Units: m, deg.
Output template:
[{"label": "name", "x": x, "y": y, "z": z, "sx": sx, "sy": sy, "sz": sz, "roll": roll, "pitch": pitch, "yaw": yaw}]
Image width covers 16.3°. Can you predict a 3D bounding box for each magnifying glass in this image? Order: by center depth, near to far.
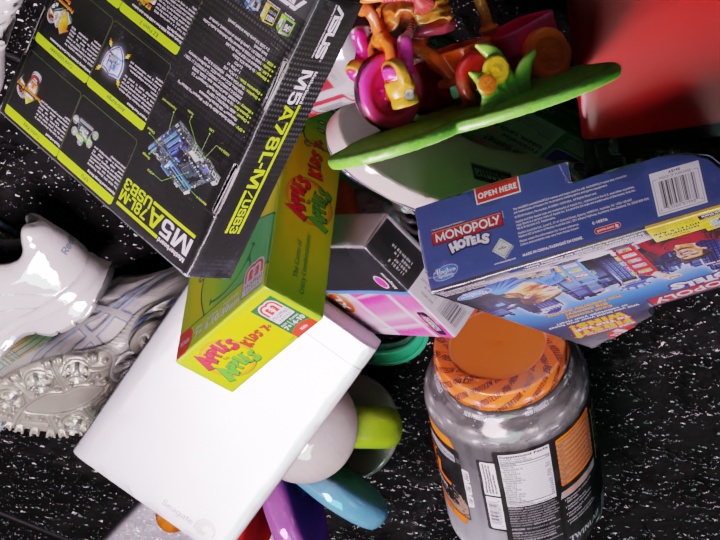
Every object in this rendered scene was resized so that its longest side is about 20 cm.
[{"label": "magnifying glass", "x": 0.000, "y": 0.000, "z": 1.816, "sx": 0.079, "sy": 0.022, "sz": 0.200, "roll": -5, "pitch": 139, "yaw": 12}]

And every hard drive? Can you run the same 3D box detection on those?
[{"label": "hard drive", "x": -0.095, "y": 0.088, "z": 1.750, "sx": 0.132, "sy": 0.027, "sz": 0.200, "roll": 35, "pitch": 112, "yaw": -1}]

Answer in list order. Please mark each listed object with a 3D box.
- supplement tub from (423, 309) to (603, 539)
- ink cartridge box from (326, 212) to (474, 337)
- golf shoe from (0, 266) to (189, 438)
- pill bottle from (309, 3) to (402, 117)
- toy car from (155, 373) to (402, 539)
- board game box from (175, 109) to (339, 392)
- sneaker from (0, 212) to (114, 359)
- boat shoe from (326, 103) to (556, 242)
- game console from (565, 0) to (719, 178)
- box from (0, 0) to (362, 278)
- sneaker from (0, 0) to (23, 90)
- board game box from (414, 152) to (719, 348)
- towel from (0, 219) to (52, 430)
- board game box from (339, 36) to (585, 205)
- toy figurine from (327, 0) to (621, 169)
[{"label": "supplement tub", "x": 0.113, "y": 0.117, "z": 1.854, "sx": 0.122, "sy": 0.123, "sz": 0.200, "roll": -2, "pitch": 137, "yaw": 9}, {"label": "ink cartridge box", "x": -0.011, "y": 0.002, "z": 1.717, "sx": 0.095, "sy": 0.037, "sz": 0.200, "roll": 44, "pitch": 161, "yaw": -24}, {"label": "golf shoe", "x": -0.182, "y": 0.053, "z": 1.826, "sx": 0.200, "sy": 0.097, "sz": 0.078, "roll": -22, "pitch": 130, "yaw": 13}, {"label": "pill bottle", "x": -0.081, "y": -0.140, "z": 1.595, "sx": 0.200, "sy": 0.112, "sz": 0.112, "roll": -16, "pitch": 134, "yaw": 23}, {"label": "toy car", "x": -0.063, "y": 0.153, "z": 1.860, "sx": 0.200, "sy": 0.150, "sz": 0.175, "roll": -8, "pitch": 174, "yaw": 15}, {"label": "board game box", "x": -0.063, "y": -0.030, "z": 1.650, "sx": 0.048, "sy": 0.200, "sz": 0.102, "roll": 29, "pitch": 134, "yaw": -24}, {"label": "sneaker", "x": -0.272, "y": 0.021, "z": 1.819, "sx": 0.200, "sy": 0.075, "sz": 0.087, "roll": -31, "pitch": 115, "yaw": 23}, {"label": "boat shoe", "x": 0.043, "y": -0.047, "z": 1.656, "sx": 0.200, "sy": 0.075, "sz": 0.093, "roll": 19, "pitch": 142, "yaw": -32}, {"label": "game console", "x": 0.237, "y": -0.120, "z": 1.626, "sx": 0.199, "sy": 0.119, "sz": 0.172, "roll": -7, "pitch": 166, "yaw": 2}, {"label": "box", "x": -0.113, "y": -0.127, "z": 1.509, "sx": 0.047, "sy": 0.200, "sz": 0.193, "roll": -1, "pitch": 122, "yaw": -50}, {"label": "sneaker", "x": -0.222, "y": -0.180, "z": 1.597, "sx": 0.115, "sy": 0.074, "sz": 0.200, "roll": 3, "pitch": 137, "yaw": 8}, {"label": "board game box", "x": 0.164, "y": -0.014, "z": 1.619, "sx": 0.200, "sy": 0.062, "sz": 0.200, "roll": -16, "pitch": 160, "yaw": 16}, {"label": "towel", "x": -0.278, "y": 0.046, "z": 1.897, "sx": 0.147, "sy": 0.022, "sz": 0.200, "roll": 32, "pitch": 132, "yaw": -27}, {"label": "board game box", "x": 0.086, "y": -0.075, "z": 1.712, "sx": 0.200, "sy": 0.029, "sz": 0.135, "roll": 26, "pitch": 136, "yaw": -22}, {"label": "toy figurine", "x": 0.040, "y": -0.176, "z": 1.496, "sx": 0.150, "sy": 0.200, "sz": 0.184, "roll": -4, "pitch": 105, "yaw": 58}]
